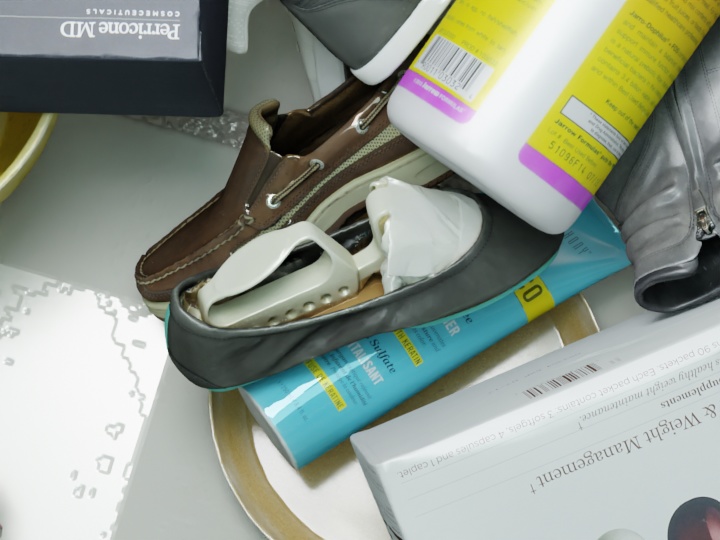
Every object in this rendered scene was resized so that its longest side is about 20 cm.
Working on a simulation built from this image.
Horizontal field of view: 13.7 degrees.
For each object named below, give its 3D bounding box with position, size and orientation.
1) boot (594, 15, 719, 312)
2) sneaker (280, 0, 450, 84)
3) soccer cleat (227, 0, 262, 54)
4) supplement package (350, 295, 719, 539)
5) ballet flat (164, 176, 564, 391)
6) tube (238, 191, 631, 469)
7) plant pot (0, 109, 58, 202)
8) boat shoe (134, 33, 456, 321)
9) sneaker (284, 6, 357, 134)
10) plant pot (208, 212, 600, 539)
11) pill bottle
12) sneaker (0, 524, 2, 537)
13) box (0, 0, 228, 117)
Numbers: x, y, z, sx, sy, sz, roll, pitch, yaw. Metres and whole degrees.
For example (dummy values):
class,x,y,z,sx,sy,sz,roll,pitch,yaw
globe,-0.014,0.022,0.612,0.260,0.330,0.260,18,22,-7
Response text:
class,x,y,z,sx,sy,sz,roll,pitch,yaw
boot,0.194,-0.074,1.395,0.200,0.070,0.132,-41,48,16
sneaker,0.022,-0.192,1.376,0.099,0.071,0.200,31,98,-20
soccer cleat,0.005,-0.169,1.453,0.200,0.070,0.086,-22,104,-6
supplement package,0.123,0.138,1.386,0.191,0.147,0.200,-23,94,-2
ballet flat,0.000,0.000,1.415,0.200,0.068,0.068,-23,46,-1
tube,0.035,0.021,1.465,0.200,0.050,0.077,-36,86,-9
plant pot,-0.232,-0.096,1.475,0.200,0.142,0.200,-1,80,3
boat shoe,-0.034,-0.052,1.464,0.202,0.075,0.075,-32,116,11
sneaker,-0.023,-0.160,1.527,0.085,0.073,0.200,-7,86,37
plant pot,0.025,0.063,1.490,0.200,0.027,0.200,-1,79,4
pill bottle,0.107,-0.124,1.373,0.104,0.104,0.200,36,91,9
sneaker,-0.219,0.105,1.473,0.088,0.081,0.200,1,87,2
box,-0.160,-0.170,1.361,0.200,0.104,0.182,2,78,4
